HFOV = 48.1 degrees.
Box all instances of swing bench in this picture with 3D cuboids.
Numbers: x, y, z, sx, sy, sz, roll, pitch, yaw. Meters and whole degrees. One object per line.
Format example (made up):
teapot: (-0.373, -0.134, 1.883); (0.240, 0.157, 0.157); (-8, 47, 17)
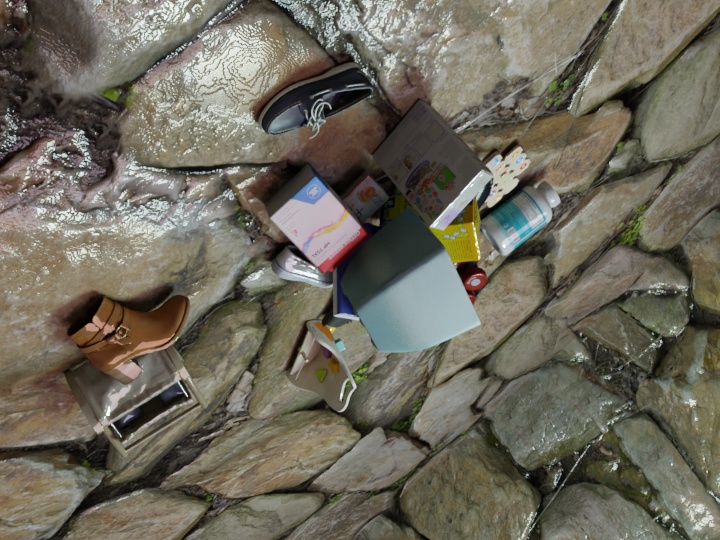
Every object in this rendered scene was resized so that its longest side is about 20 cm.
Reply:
swing bench: (-0.429, 0.230, 1.563); (0.197, 0.130, 0.201); (-31, 152, -12)

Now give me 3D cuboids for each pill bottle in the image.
pill bottle: (0.409, -0.139, 2.051); (0.199, 0.111, 0.111); (-37, 153, -1)

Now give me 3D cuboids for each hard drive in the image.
hard drive: (0.000, 0.000, 1.650); (0.130, 0.204, 0.025); (12, 160, -38)

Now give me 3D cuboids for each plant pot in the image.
plant pot: (0.079, 0.040, 1.536); (0.198, 0.196, 0.198); (-31, 121, -2)

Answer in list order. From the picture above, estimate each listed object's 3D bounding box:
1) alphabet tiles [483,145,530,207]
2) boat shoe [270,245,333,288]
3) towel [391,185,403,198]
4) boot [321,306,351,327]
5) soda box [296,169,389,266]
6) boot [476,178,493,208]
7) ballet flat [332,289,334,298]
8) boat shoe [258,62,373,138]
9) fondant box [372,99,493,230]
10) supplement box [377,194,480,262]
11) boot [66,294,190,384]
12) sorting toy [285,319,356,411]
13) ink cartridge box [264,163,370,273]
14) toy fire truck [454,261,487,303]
alphabet tiles: (0.316, -0.215, 1.923); (0.195, 0.015, 0.199); (-41, 153, 11)
boat shoe: (-0.092, -0.012, 1.665); (0.198, 0.074, 0.067); (1, 137, -51)
towel: (0.146, -0.180, 1.670); (0.144, 0.022, 0.202); (11, 138, -3)
boot: (0.008, 0.083, 1.954); (0.198, 0.078, 0.139); (8, 134, -38)
soda box: (-0.038, -0.101, 1.575); (0.200, 0.064, 0.068); (-43, -163, 7)
boot: (0.230, -0.119, 1.806); (0.202, 0.075, 0.169); (108, 5, -47)
ballet flat: (-0.002, -0.003, 1.718); (0.057, 0.066, 0.201); (96, 19, -53)
boat shoe: (-0.070, -0.268, 1.312); (0.198, 0.062, 0.075); (-28, 154, -19)
fondant box: (0.133, -0.198, 1.518); (0.144, 0.201, 0.058); (-47, 152, 20)
supplement box: (0.145, -0.088, 1.672); (0.196, 0.110, 0.110); (-6, 136, 14)
boot: (-0.410, 0.088, 1.436); (0.200, 0.076, 0.156); (-46, 129, -11)
sorting toy: (-0.076, 0.242, 1.961); (0.106, 0.181, 0.201); (-15, 146, -36)
ink cartridge box: (-0.069, -0.082, 1.492); (0.116, 0.067, 0.200); (-41, 120, 6)
toy fire truck: (0.222, 0.016, 2.089); (0.165, 0.113, 0.202); (3, 137, -19)
